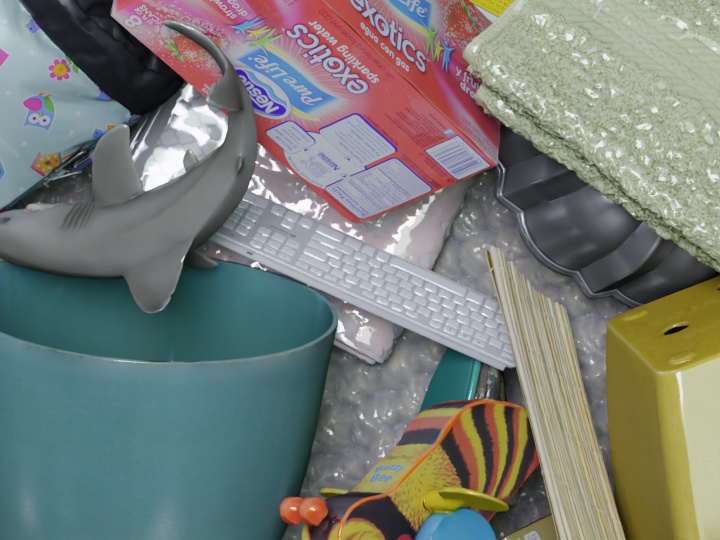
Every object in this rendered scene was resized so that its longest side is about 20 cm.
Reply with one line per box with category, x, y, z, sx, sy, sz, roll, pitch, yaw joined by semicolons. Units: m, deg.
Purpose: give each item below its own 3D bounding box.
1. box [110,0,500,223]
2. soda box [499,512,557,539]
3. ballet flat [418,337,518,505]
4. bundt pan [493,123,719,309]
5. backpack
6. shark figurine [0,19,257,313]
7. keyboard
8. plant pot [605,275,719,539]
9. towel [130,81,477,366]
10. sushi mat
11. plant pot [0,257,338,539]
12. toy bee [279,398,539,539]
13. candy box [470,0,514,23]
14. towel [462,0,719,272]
box;-0.022;-0.126;1.190;0.102;0.200;0.095;-23;43;33
soda box;0.125;0.231;1.218;0.064;0.068;0.200;-20;77;-41
ballet flat;0.049;0.134;1.282;0.072;0.072;0.201;22;85;2
bundt pan;0.172;-0.081;1.259;0.201;0.076;0.202;3;81;-20
backpack;-0.213;-0.105;1.247;0.200;0.127;0.167;-35;108;16
shark figurine;-0.097;-0.027;1.175;0.128;0.214;0.090;29;46;-27
keyboard;0.000;0.000;1.267;0.200;0.056;0.011;24;126;3
plant pot;0.228;0.094;1.187;0.200;0.200;0.177;-21;103;-2
towel;-0.028;-0.075;1.314;0.191;0.032;0.200;26;86;3
sushi mat;0.110;0.086;1.224;0.012;0.096;0.200;-26;56;21
plant pot;-0.119;0.093;1.220;0.200;0.201;0.161;6;106;1
toy bee;0.018;0.131;1.166;0.131;0.200;0.109;-25;121;36
candy box;0.069;-0.154;1.296;0.200;0.026;0.102;28;77;-7
towel;0.166;-0.094;1.187;0.200;0.036;0.148;38;71;4
